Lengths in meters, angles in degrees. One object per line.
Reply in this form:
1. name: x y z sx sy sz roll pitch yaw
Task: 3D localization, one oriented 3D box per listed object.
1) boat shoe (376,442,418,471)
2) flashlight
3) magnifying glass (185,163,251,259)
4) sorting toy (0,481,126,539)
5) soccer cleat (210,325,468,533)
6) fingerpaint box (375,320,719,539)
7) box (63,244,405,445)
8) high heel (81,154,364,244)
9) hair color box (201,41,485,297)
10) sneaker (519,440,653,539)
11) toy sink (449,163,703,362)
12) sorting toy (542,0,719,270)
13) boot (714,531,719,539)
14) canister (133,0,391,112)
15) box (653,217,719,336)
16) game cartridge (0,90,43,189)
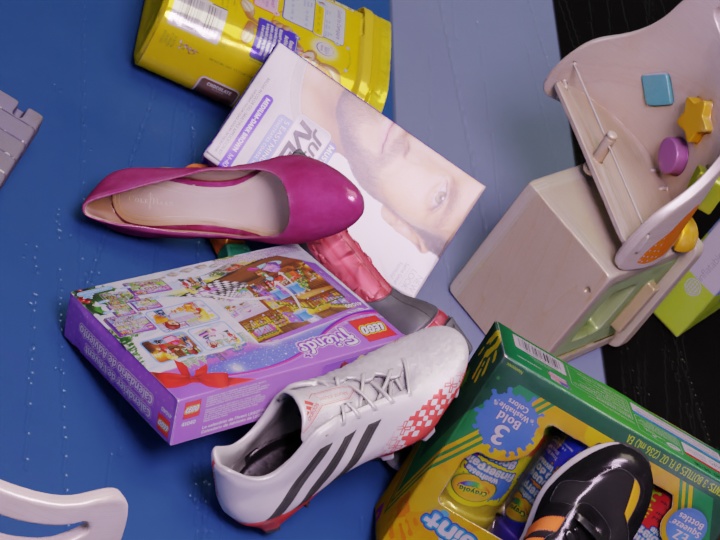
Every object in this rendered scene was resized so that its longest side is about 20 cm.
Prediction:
1. boat shoe: 0.029 0.115 1.415 0.198 0.072 0.071 1 56 -25
2. flashlight: 0.000 0.000 1.469 0.201 0.068 0.068 53 2 -6
3. magnifying glass: -0.089 0.000 1.472 0.079 0.022 0.201 0 49 -39
4. sorting toy: -0.215 0.156 1.047 0.198 0.180 0.107 21 38 -20
5. soccer cleat: -0.013 0.095 1.299 0.199 0.085 0.069 -34 53 -8
6. fingerpaint box: 0.135 0.161 1.350 0.199 0.168 0.073 30 15 -10
7. box: -0.085 0.046 1.354 0.199 0.039 0.137 -13 39 -38
8. high heel: -0.100 -0.047 1.407 0.198 0.068 0.096 11 19 26
9. hair color box: -0.014 -0.075 1.534 0.199 0.110 0.065 34 -6 -5
10. sneaker: 0.124 0.202 1.270 0.070 0.200 0.090 42 5 -14
11. toy sink: 0.195 -0.008 1.626 0.199 0.131 0.112 -18 62 -50
12. sorting toy: 0.255 -0.126 1.543 0.106 0.180 0.201 11 44 -31
13. boot: 0.290 0.246 1.372 0.145 0.201 0.070 25 27 -1
14. canister: -0.081 -0.189 1.632 0.198 0.087 0.149 23 38 -16
15. box: 0.346 -0.037 1.722 0.048 0.200 0.122 47 37 14
16. game cartridge: -0.335 -0.119 1.387 0.199 0.038 0.130 31 40 -8
